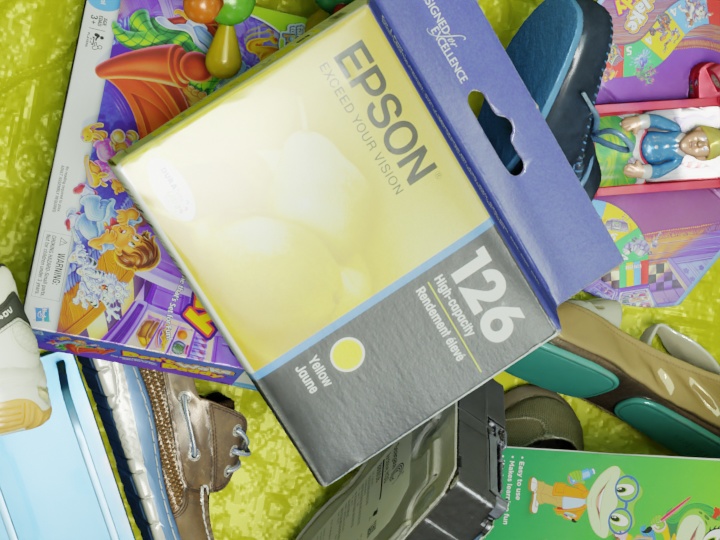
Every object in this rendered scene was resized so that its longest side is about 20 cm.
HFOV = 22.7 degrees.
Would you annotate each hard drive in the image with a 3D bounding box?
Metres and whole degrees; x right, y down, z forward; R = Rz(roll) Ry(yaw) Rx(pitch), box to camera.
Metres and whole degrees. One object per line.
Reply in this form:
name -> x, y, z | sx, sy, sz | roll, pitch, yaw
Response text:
hard drive -> 0.003, 0.151, 0.942 | 0.038, 0.140, 0.200 | 35, 112, -12

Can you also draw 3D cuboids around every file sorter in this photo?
file sorter -> -0.225, 0.143, 0.939 | 0.200, 0.123, 0.139 | -18, 98, -8

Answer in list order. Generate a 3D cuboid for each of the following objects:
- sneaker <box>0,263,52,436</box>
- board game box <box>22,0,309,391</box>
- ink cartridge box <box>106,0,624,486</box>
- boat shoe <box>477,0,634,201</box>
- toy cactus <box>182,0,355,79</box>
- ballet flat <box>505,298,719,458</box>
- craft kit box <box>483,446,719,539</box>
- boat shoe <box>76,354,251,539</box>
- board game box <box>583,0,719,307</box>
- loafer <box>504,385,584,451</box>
sneaker -> -0.205, 0.025, 0.896 | 0.076, 0.200, 0.088 | -12, 101, -30
board game box -> -0.096, -0.048, 0.952 | 0.134, 0.045, 0.200 | 12, 73, -12
ink cartridge box -> 0.012, -0.026, 0.892 | 0.200, 0.047, 0.198 | -33, 106, -4
boat shoe -> 0.100, -0.062, 0.991 | 0.069, 0.084, 0.200 | 7, 129, -19
toy cactus -> -0.032, -0.193, 0.916 | 0.165, 0.102, 0.200 | -26, 77, 17
ballet flat -> 0.148, 0.052, 1.031 | 0.200, 0.069, 0.063 | 29, 63, -23
craft kit box -> 0.145, 0.194, 0.912 | 0.197, 0.049, 0.200 | 1, 75, 22
boat shoe -> -0.099, 0.092, 0.984 | 0.072, 0.072, 0.200 | -20, 102, -15
board game box -> 0.176, -0.078, 1.035 | 0.158, 0.039, 0.200 | 41, 87, -12
loafer -> 0.054, 0.149, 1.020 | 0.076, 0.067, 0.200 | 38, 87, -11
